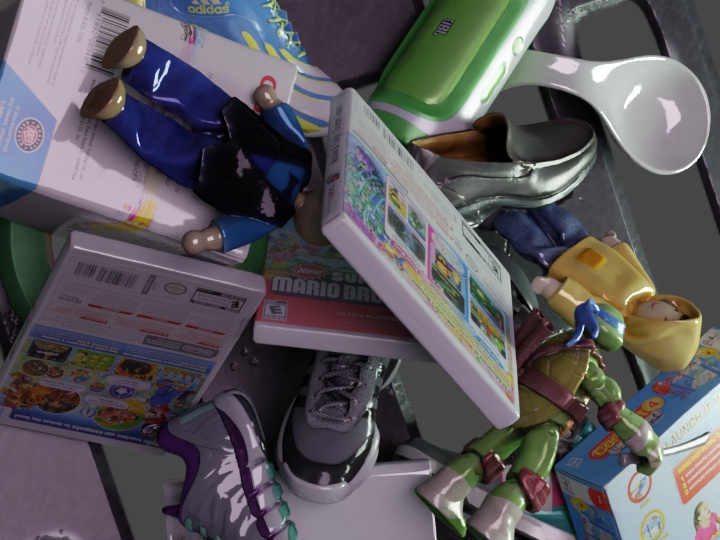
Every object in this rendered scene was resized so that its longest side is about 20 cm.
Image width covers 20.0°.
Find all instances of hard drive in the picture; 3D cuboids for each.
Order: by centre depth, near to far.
[{"bbox_3d":[-0.043,0.215,1.522,0.199,0.025,0.132,-4,92,-2],"label":"hard drive"}]

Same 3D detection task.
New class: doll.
[{"bbox_3d":[-0.090,-0.073,1.347,0.200,0.048,0.137,32,63,-27],"label":"doll"}]

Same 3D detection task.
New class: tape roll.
[{"bbox_3d":[-0.169,-0.021,1.520,0.200,0.048,0.201,2,85,-23],"label":"tape roll"}]

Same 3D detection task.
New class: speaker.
[{"bbox_3d":[0.078,-0.169,1.616,0.088,0.088,0.200,38,72,-16],"label":"speaker"}]

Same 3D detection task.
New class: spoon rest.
[{"bbox_3d":[0.206,-0.141,1.685,0.199,0.061,0.100,14,80,-21],"label":"spoon rest"}]

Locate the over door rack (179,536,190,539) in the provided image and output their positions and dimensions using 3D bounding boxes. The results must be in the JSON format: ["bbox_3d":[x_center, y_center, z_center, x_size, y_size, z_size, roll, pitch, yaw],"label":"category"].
[{"bbox_3d":[-0.114,0.315,1.472,0.148,0.067,0.200,-42,82,0],"label":"over door rack"}]

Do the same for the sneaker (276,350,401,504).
[{"bbox_3d":[-0.013,0.071,1.506,0.075,0.114,0.200,12,42,8],"label":"sneaker"}]

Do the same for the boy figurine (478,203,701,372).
[{"bbox_3d":[0.182,0.005,1.604,0.200,0.065,0.124,44,38,22],"label":"boy figurine"}]

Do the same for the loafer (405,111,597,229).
[{"bbox_3d":[0.109,-0.086,1.559,0.200,0.073,0.073,-24,132,-36],"label":"loafer"}]

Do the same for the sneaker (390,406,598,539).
[{"bbox_3d":[0.126,0.143,1.610,0.200,0.084,0.121,28,80,-27],"label":"sneaker"}]

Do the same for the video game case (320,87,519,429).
[{"bbox_3d":[0.043,-0.011,1.411,0.024,0.182,0.200,-32,116,20],"label":"video game case"}]

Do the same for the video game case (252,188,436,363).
[{"bbox_3d":[0.000,0.000,1.491,0.142,0.200,0.018,6,121,-1],"label":"video game case"}]

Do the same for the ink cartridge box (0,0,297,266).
[{"bbox_3d":[-0.173,-0.097,1.420,0.199,0.146,0.147,19,78,-21],"label":"ink cartridge box"}]

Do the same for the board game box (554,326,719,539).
[{"bbox_3d":[0.263,0.182,1.635,0.200,0.056,0.196,-37,123,-27],"label":"board game box"}]

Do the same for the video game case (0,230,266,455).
[{"bbox_3d":[-0.170,0.056,1.444,0.143,0.200,0.018,14,45,-22],"label":"video game case"}]

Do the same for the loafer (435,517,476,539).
[{"bbox_3d":[0.032,0.211,1.574,0.200,0.068,0.071,33,80,-15],"label":"loafer"}]

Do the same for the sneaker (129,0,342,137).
[{"bbox_3d":[-0.079,-0.178,1.534,0.200,0.105,0.076,25,38,-18],"label":"sneaker"}]

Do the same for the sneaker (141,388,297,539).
[{"bbox_3d":[-0.091,0.191,1.473,0.087,0.074,0.201,-19,82,-1],"label":"sneaker"}]

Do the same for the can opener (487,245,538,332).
[{"bbox_3d":[0.064,-0.019,1.628,0.200,0.053,0.067,45,36,-12],"label":"can opener"}]

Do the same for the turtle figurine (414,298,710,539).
[{"bbox_3d":[0.148,0.132,1.500,0.144,0.200,0.194,38,78,20],"label":"turtle figurine"}]
